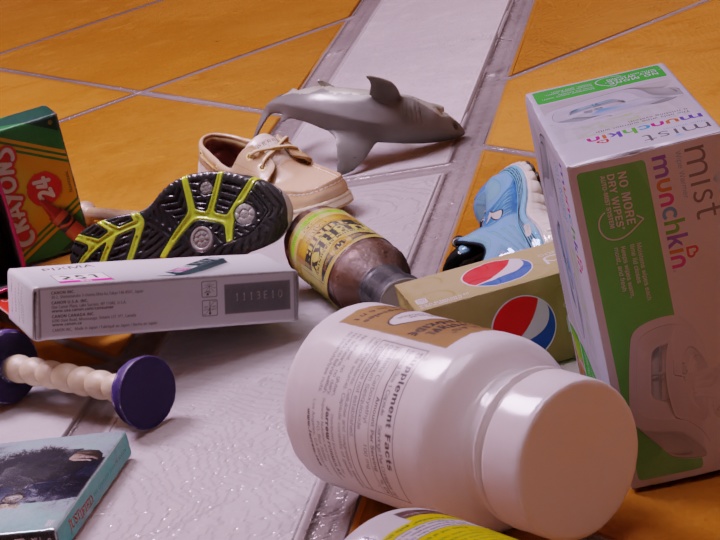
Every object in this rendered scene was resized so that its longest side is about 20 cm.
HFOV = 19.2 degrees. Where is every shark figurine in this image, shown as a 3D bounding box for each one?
[{"bbox_3d":[-0.025,-0.130,1.978,0.214,0.090,0.128,5,-10,24],"label":"shark figurine"}]

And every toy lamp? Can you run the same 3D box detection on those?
[{"bbox_3d":[-0.218,0.075,1.516,0.200,0.058,0.058,5,25,44],"label":"toy lamp"}]

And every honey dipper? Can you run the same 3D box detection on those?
[{"bbox_3d":[-0.197,-0.046,1.905,0.038,0.038,0.200,-25,18,-34],"label":"honey dipper"}]

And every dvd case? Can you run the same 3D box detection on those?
[{"bbox_3d":[-0.263,0.151,1.374,0.200,0.022,0.146,-8,19,16],"label":"dvd case"}]

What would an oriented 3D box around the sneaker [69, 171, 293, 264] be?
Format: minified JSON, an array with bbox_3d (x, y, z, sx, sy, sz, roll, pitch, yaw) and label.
[{"bbox_3d":[-0.136,-0.030,1.700,0.200,0.076,0.076,-14,-10,28],"label":"sneaker"}]

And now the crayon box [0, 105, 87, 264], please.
[{"bbox_3d":[-0.351,-0.056,1.881,0.200,0.127,0.051,-19,19,-15],"label":"crayon box"}]

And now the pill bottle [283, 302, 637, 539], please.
[{"bbox_3d":[0.056,0.087,1.207,0.114,0.115,0.200,-24,22,-32],"label":"pill bottle"}]

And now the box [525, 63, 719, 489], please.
[{"bbox_3d":[0.173,-0.001,1.259,0.096,0.200,0.177,-13,19,1],"label":"box"}]

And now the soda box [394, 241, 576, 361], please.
[{"bbox_3d":[0.130,0.021,1.437,0.200,0.064,0.068,-16,18,-8],"label":"soda box"}]

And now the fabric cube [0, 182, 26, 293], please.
[{"bbox_3d":[-0.389,-0.055,1.725,0.196,0.200,0.199,-16,2,-10],"label":"fabric cube"}]

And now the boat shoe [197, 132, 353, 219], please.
[{"bbox_3d":[-0.085,-0.087,1.886,0.074,0.069,0.200,-26,22,-35],"label":"boat shoe"}]

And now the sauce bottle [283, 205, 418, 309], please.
[{"bbox_3d":[0.000,0.000,1.582,0.065,0.065,0.200,-18,18,-16],"label":"sauce bottle"}]

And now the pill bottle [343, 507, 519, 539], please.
[{"bbox_3d":[0.072,0.177,0.939,0.109,0.109,0.200,-24,21,-32],"label":"pill bottle"}]

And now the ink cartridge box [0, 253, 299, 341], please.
[{"bbox_3d":[-0.166,0.012,1.603,0.200,0.044,0.174,-4,11,-20],"label":"ink cartridge box"}]

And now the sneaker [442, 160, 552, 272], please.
[{"bbox_3d":[0.099,-0.023,1.569,0.090,0.079,0.200,-15,18,1],"label":"sneaker"}]
